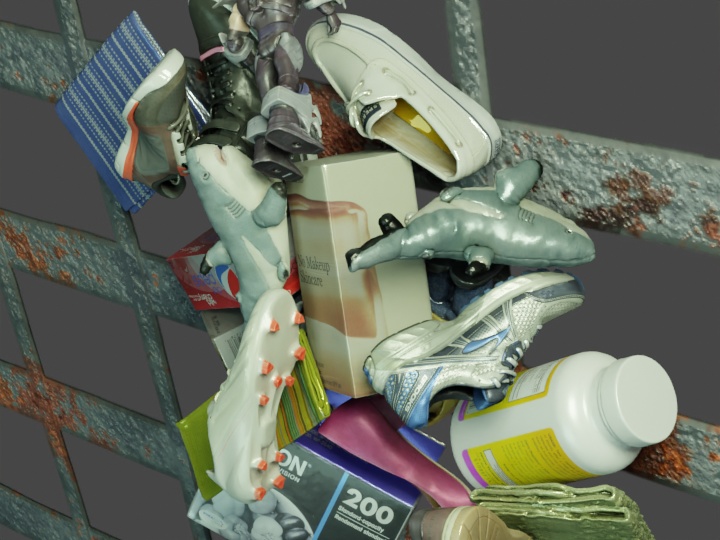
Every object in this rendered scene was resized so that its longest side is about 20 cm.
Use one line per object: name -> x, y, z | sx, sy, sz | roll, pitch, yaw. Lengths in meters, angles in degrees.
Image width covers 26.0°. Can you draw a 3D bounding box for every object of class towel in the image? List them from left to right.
towel -> -0.228, -0.155, 1.576 | 0.145, 0.024, 0.200 | 54, 139, -1
towel -> -0.102, 0.135, 1.429 | 0.200, 0.018, 0.087 | -38, 62, 40
towel -> 0.192, 0.236, 1.384 | 0.147, 0.037, 0.200 | 0, 149, 25

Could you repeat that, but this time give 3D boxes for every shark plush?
shark plush -> -0.105, -0.016, 1.377 | 0.083, 0.091, 0.201 | -5, 121, -5
shark plush -> 0.087, -0.030, 1.240 | 0.091, 0.199, 0.084 | -63, 39, 37

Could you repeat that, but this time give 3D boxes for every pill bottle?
pill bottle -> 0.175, 0.130, 1.341 | 0.199, 0.104, 0.105 | -23, 102, 50

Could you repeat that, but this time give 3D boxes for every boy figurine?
boy figurine -> 0.071, 0.058, 1.418 | 0.124, 0.064, 0.201 | 31, 133, 21

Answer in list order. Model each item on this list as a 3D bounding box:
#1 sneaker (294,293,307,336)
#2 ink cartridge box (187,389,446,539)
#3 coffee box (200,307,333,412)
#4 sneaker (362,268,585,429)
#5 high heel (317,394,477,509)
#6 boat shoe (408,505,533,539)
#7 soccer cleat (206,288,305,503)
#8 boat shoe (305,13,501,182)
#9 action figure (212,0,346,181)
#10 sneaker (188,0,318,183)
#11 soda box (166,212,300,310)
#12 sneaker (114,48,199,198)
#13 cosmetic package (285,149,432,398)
sneaker -> -0.010, 0.085, 1.478 | 0.070, 0.108, 0.201 | 10, 126, 39
ink cartridge box -> -0.045, 0.202, 1.488 | 0.197, 0.043, 0.201 | 27, 119, 5
coffee box -> -0.080, 0.124, 1.563 | 0.201, 0.079, 0.113 | 66, 175, -17
sneaker -> 0.106, 0.071, 1.296 | 0.086, 0.199, 0.077 | 60, 170, 20
high heel -> 0.044, 0.201, 1.403 | 0.201, 0.095, 0.067 | 63, 166, -5
boat shoe -> 0.101, 0.247, 1.340 | 0.064, 0.072, 0.200 | 13, 161, 32
soccer cleat -> -0.100, 0.108, 1.365 | 0.077, 0.069, 0.202 | 19, 110, 31
boat shoe -> 0.022, -0.142, 1.303 | 0.200, 0.070, 0.071 | 40, 139, 15
action figure -> -0.069, -0.183, 1.308 | 0.130, 0.069, 0.202 | -28, 59, 48
sneaker -> -0.120, -0.153, 1.407 | 0.070, 0.099, 0.201 | -14, 108, 50
soda box -> -0.112, -0.007, 1.501 | 0.064, 0.070, 0.200 | 59, 155, -13
sneaker -> -0.175, -0.134, 1.471 | 0.082, 0.077, 0.200 | 35, 153, 4
cosmetic package -> 0.000, 0.000, 1.356 | 0.103, 0.087, 0.202 | -173, 74, -67
